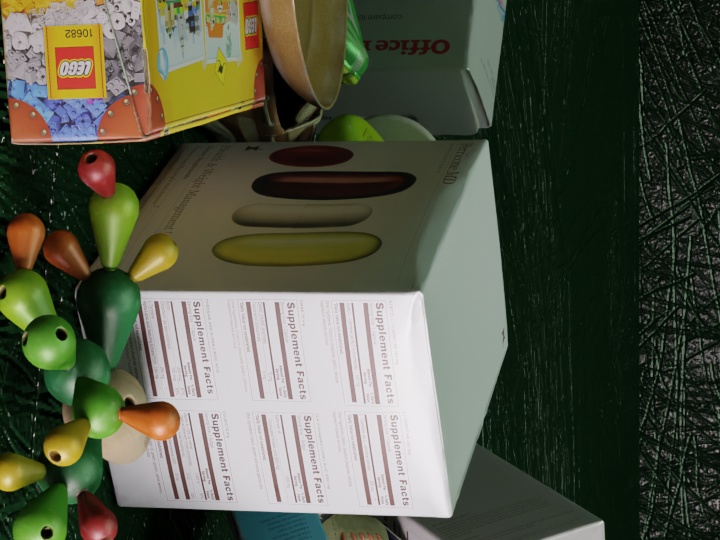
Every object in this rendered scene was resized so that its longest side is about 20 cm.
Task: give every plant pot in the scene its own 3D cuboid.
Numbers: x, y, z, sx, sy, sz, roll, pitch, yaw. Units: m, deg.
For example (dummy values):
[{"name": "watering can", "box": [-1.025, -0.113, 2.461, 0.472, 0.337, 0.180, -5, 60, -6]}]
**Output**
[{"name": "plant pot", "box": [-0.037, -0.197, 1.254, 0.200, 0.027, 0.202, -3, 90, -81]}]

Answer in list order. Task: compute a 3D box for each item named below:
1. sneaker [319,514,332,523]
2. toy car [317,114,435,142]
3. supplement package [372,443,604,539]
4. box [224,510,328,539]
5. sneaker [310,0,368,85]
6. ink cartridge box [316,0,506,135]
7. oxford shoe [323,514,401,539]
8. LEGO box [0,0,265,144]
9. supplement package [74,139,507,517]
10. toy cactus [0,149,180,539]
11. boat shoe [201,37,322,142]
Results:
[{"name": "sneaker", "box": [-0.029, 0.111, 1.471, 0.085, 0.077, 0.200, 49, 8, -5]}, {"name": "toy car", "box": [0.000, 0.000, 1.402, 0.201, 0.149, 0.175, 64, 14, -14]}, {"name": "supplement package", "box": [0.090, 0.229, 1.623, 0.200, 0.120, 0.121, 28, -53, 59]}, {"name": "box", "box": [-0.049, 0.163, 1.267, 0.201, 0.049, 0.083, -117, -168, -50]}, {"name": "sneaker", "box": [-0.023, -0.220, 1.388, 0.074, 0.083, 0.202, 43, 32, -63]}, {"name": "ink cartridge box", "box": [0.030, -0.205, 1.537, 0.085, 0.143, 0.202, 63, 31, -59]}, {"name": "oxford shoe", "box": [-0.015, 0.195, 1.506, 0.200, 0.074, 0.071, 20, 72, -73]}, {"name": "LEGO box", "box": [-0.118, -0.153, 1.121, 0.200, 0.076, 0.151, -32, 120, -73]}, {"name": "supplement package", "box": [-0.031, 0.028, 1.215, 0.192, 0.198, 0.148, -65, 151, -58]}, {"name": "toy cactus", "box": [-0.131, 0.055, 1.076, 0.165, 0.101, 0.202, 74, 14, -66]}, {"name": "boat shoe", "box": [-0.057, -0.109, 1.359, 0.200, 0.071, 0.077, 16, 75, -74]}]
